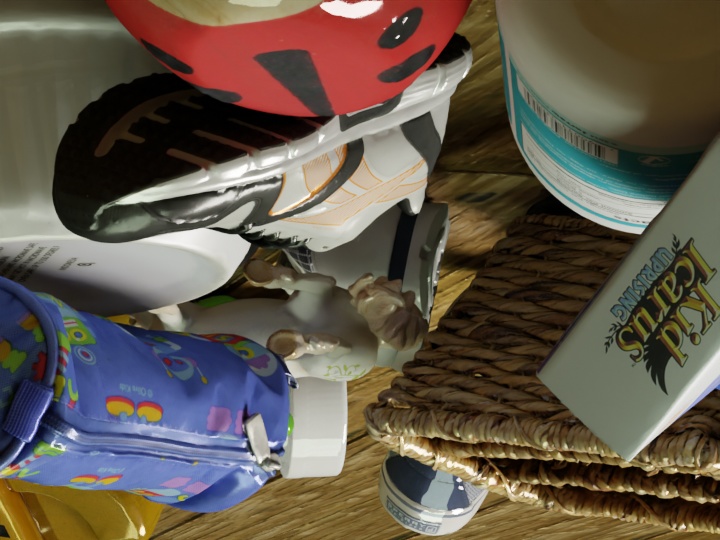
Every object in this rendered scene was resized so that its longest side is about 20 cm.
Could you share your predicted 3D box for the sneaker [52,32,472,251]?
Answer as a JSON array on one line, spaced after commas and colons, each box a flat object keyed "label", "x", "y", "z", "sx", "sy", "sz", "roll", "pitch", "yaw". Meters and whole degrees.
[{"label": "sneaker", "x": -0.031, "y": -0.034, "z": 1.070, "sx": 0.074, "sy": 0.080, "sz": 0.200, "roll": 27, "pitch": -149, "yaw": 34}]

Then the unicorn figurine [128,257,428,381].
[{"label": "unicorn figurine", "x": -0.062, "y": 0.027, "z": 1.353, "sx": 0.200, "sy": 0.074, "sz": 0.137, "roll": 11, "pitch": 179, "yaw": 20}]

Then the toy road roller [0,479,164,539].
[{"label": "toy road roller", "x": -0.171, "y": 0.068, "z": 1.373, "sx": 0.146, "sy": 0.123, "sz": 0.200, "roll": -11, "pitch": 121, "yaw": 19}]

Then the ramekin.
[{"label": "ramekin", "x": -0.129, "y": -0.040, "z": 1.150, "sx": 0.202, "sy": 0.094, "sz": 0.202, "roll": -4, "pitch": 168, "yaw": -1}]

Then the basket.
[{"label": "basket", "x": 0.128, "y": 0.074, "z": 1.297, "sx": 0.200, "sy": 0.149, "sz": 0.143, "roll": 3, "pitch": 132, "yaw": 40}]

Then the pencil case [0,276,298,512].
[{"label": "pencil case", "x": -0.101, "y": 0.053, "z": 1.175, "sx": 0.087, "sy": 0.078, "sz": 0.200, "roll": 23, "pitch": -177, "yaw": 30}]

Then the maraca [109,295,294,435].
[{"label": "maraca", "x": -0.132, "y": 0.051, "z": 1.491, "sx": 0.200, "sy": 0.107, "sz": 0.137, "roll": 6, "pitch": 134, "yaw": 8}]

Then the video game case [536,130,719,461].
[{"label": "video game case", "x": 0.162, "y": -0.045, "z": 0.944, "sx": 0.200, "sy": 0.045, "sz": 0.181, "roll": -33, "pitch": 164, "yaw": -48}]

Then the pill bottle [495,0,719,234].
[{"label": "pill bottle", "x": 0.103, "y": -0.076, "z": 1.015, "sx": 0.111, "sy": 0.111, "sz": 0.200, "roll": -4, "pitch": 168, "yaw": 3}]

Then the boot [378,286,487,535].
[{"label": "boot", "x": 0.070, "y": 0.042, "z": 1.508, "sx": 0.073, "sy": 0.200, "sz": 0.090, "roll": 23, "pitch": 130, "yaw": 2}]

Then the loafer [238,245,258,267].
[{"label": "loafer", "x": -0.136, "y": -0.026, "z": 1.294, "sx": 0.200, "sy": 0.073, "sz": 0.071, "roll": 2, "pitch": 175, "yaw": 11}]

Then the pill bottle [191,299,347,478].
[{"label": "pill bottle", "x": -0.112, "y": 0.071, "z": 1.615, "sx": 0.200, "sy": 0.110, "sz": 0.110, "roll": -1, "pitch": 167, "yaw": -8}]

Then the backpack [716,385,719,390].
[{"label": "backpack", "x": 0.224, "y": -0.032, "z": 1.160, "sx": 0.200, "sy": 0.163, "sz": 0.168, "roll": 8, "pitch": 145, "yaw": -11}]

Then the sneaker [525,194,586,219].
[{"label": "sneaker", "x": 0.114, "y": 0.001, "z": 1.463, "sx": 0.098, "sy": 0.071, "sz": 0.200, "roll": 10, "pitch": 173, "yaw": -5}]

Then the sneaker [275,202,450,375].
[{"label": "sneaker", "x": 0.000, "y": 0.000, "z": 1.454, "sx": 0.080, "sy": 0.077, "sz": 0.200, "roll": 9, "pitch": 164, "yaw": 3}]

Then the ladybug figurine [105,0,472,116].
[{"label": "ladybug figurine", "x": -0.023, "y": -0.099, "z": 0.968, "sx": 0.136, "sy": 0.072, "sz": 0.200, "roll": -7, "pitch": 167, "yaw": 13}]
